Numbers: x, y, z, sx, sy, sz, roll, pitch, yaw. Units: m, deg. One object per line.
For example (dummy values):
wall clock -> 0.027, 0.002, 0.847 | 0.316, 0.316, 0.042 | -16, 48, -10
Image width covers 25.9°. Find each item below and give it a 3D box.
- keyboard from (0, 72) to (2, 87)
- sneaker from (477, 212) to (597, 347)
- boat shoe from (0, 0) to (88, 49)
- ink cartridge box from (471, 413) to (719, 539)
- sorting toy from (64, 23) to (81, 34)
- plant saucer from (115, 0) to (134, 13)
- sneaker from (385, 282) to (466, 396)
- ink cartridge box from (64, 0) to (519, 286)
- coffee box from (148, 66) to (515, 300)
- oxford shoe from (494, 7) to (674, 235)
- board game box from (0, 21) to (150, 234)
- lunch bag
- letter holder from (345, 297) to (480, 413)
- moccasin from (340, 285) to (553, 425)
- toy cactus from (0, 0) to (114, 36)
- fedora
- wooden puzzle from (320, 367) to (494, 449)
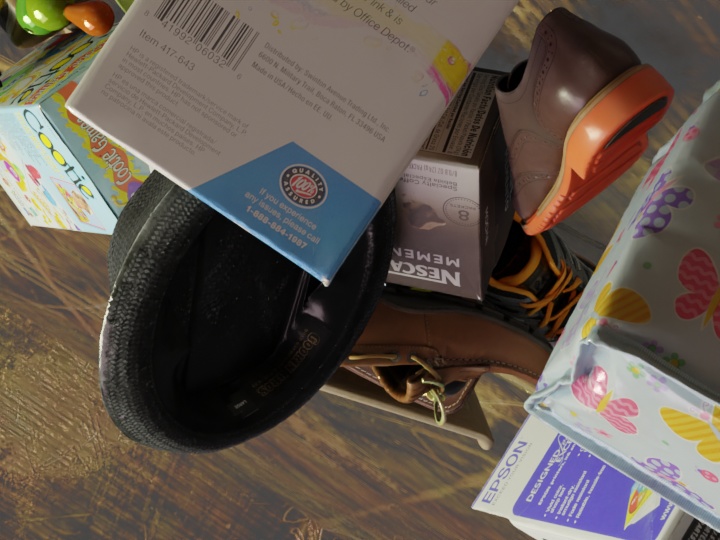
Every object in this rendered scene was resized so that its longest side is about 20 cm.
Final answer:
keyboard -> -0.280, -0.224, 1.047 | 0.104, 0.040, 0.200 | 28, 140, 56
sneaker -> 0.110, 0.009, 1.006 | 0.200, 0.078, 0.077 | 38, 179, -22
boat shoe -> -0.226, -0.204, 1.051 | 0.065, 0.072, 0.200 | 53, 174, 2
ink cartridge box -> 0.172, 0.075, 0.889 | 0.043, 0.198, 0.200 | 39, 165, -19
sorting toy -> -0.149, -0.097, 1.185 | 0.185, 0.036, 0.200 | 32, 149, 42
plant saucer -> -0.070, -0.151, 0.967 | 0.200, 0.031, 0.200 | 29, 166, 8
sneaker -> 0.000, 0.000, 1.029 | 0.078, 0.066, 0.200 | -22, 108, 46
ink cartridge box -> -0.015, -0.118, 0.671 | 0.128, 0.200, 0.125 | 35, -178, -9
coffee box -> -0.015, -0.064, 0.896 | 0.199, 0.080, 0.113 | 12, 142, 14
oxford shoe -> 0.106, -0.076, 0.816 | 0.073, 0.071, 0.200 | 51, 165, 10
board game box -> -0.183, -0.097, 1.063 | 0.105, 0.103, 0.200 | 57, 158, -21
lunch bag -> 0.204, 0.039, 0.729 | 0.200, 0.170, 0.127 | 29, 154, 3
letter holder -> 0.005, 0.005, 1.102 | 0.200, 0.142, 0.101 | 32, 166, -1
moccasin -> 0.029, 0.050, 0.951 | 0.201, 0.078, 0.074 | 11, 179, -31
toy cactus -> -0.181, -0.212, 0.866 | 0.200, 0.102, 0.165 | 14, 127, 32
fedora -> -0.075, -0.005, 0.830 | 0.092, 0.201, 0.201 | 39, 173, 38
wooden puzzle -> 0.010, 0.037, 1.185 | 0.200, 0.037, 0.185 | 25, -151, -31
